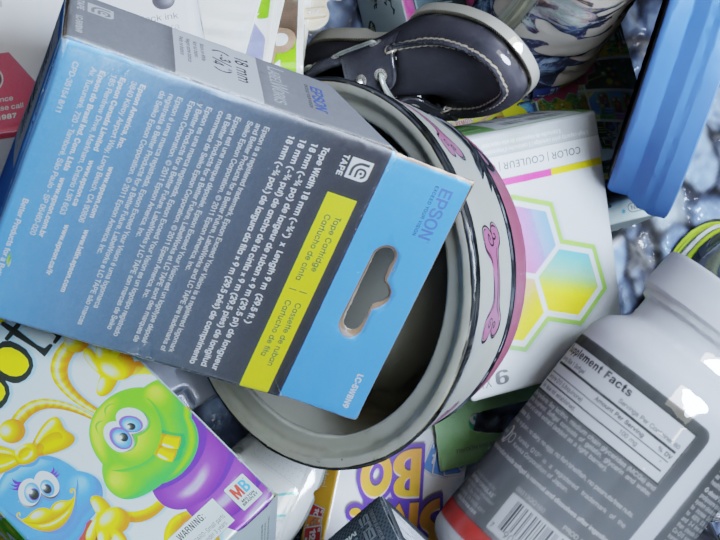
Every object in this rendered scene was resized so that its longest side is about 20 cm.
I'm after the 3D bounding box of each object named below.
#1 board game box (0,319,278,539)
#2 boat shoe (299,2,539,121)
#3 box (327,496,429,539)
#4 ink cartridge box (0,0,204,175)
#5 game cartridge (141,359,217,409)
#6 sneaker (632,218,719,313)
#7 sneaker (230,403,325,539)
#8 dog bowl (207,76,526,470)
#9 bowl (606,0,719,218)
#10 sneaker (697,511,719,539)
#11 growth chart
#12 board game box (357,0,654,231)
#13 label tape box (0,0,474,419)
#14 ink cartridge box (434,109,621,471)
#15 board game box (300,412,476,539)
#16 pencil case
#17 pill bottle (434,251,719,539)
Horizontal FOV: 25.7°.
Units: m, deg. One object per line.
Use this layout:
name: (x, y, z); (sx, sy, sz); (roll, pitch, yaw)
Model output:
board game box: (-0.148, 0.094, 0.800); (0.200, 0.105, 0.103); (43, 69, 15)
boat shoe: (0.019, -0.100, 0.877); (0.063, 0.200, 0.073); (-48, 118, -23)
box: (0.018, 0.237, 0.838); (0.158, 0.051, 0.200); (-40, 115, 5)
ink cartridge box: (-0.159, -0.140, 0.832); (0.146, 0.083, 0.200); (-9, 64, -4)
game cartridge: (-0.105, -0.030, 0.906); (0.133, 0.041, 0.200); (-30, 92, -18)
sneaker: (0.203, 0.043, 0.979); (0.074, 0.081, 0.200); (37, 71, -10)
sneaker: (-0.079, 0.139, 0.870); (0.080, 0.070, 0.200); (30, 73, -10)
dog bowl: (0.000, 0.000, 0.827); (0.074, 0.200, 0.200); (-5, 82, -50)
bowl: (0.182, -0.129, 0.879); (0.039, 0.201, 0.201); (18, 74, 7)
sneaker: (0.135, 0.186, 0.940); (0.200, 0.075, 0.114); (2, 66, -9)
growth chart: (-0.085, -0.160, 0.907); (0.145, 0.018, 0.200); (17, 62, 2)
board game box: (0.092, -0.113, 0.976); (0.147, 0.064, 0.200); (-13, 85, -22)
label tape box: (-0.069, -0.026, 0.753); (0.200, 0.063, 0.144); (18, 114, -18)
ink cartridge box: (0.089, 0.014, 0.897); (0.104, 0.059, 0.200); (-12, 101, -23)
board game box: (0.019, 0.112, 0.918); (0.095, 0.030, 0.200); (22, 76, -35)
pencil case: (0.116, -0.162, 0.852); (0.089, 0.200, 0.078); (-40, 85, -16)
pill bottle: (0.142, 0.097, 0.844); (0.116, 0.116, 0.200); (39, 91, -10)
